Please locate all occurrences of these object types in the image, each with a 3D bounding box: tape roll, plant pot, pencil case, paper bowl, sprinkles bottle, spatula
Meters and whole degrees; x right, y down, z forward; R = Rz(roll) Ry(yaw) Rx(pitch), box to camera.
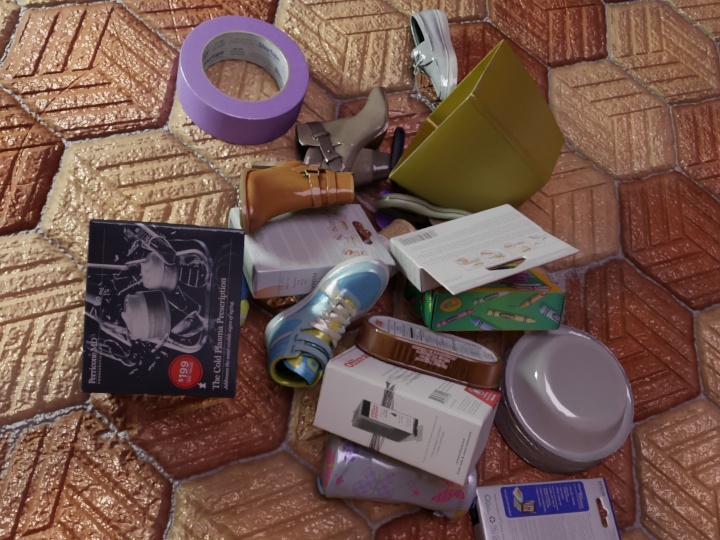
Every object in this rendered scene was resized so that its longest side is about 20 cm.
[{"bbox_3d":[-0.182,-0.295,1.314,0.197,0.066,0.203,8,61,-14],"label":"tape roll"},{"bbox_3d":[0.192,-0.187,1.291,0.176,0.200,0.201,41,42,-9],"label":"plant pot"},{"bbox_3d":[0.047,0.257,1.074,0.197,0.092,0.083,13,27,-12],"label":"pencil case"},{"bbox_3d":[0.288,0.171,1.186,0.198,0.105,0.203,7,60,-12],"label":"paper bowl"},{"bbox_3d":[0.000,0.000,1.207,0.199,0.068,0.068,-35,76,-30],"label":"sprinkles bottle"},{"bbox_3d":[0.055,-0.146,1.332,0.056,0.021,0.202,19,55,-22],"label":"spatula"}]

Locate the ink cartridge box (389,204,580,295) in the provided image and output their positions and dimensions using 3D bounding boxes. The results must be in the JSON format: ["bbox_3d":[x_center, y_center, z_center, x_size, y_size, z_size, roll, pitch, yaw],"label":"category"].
[{"bbox_3d":[0.165,-0.017,1.151,0.198,0.045,0.176,-17,32,-19],"label":"ink cartridge box"}]

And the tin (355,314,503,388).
[{"bbox_3d":[0.092,0.104,1.119,0.197,0.112,0.042,16,96,0],"label":"tin"}]

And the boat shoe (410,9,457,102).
[{"bbox_3d":[0.120,-0.364,1.453,0.070,0.070,0.203,-3,59,-7],"label":"boat shoe"}]

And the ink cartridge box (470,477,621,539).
[{"bbox_3d":[0.243,0.330,1.124,0.197,0.037,0.096,-1,62,-15],"label":"ink cartridge box"}]

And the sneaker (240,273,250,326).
[{"bbox_3d":[-0.234,0.004,1.138,0.198,0.076,0.106,30,45,-8],"label":"sneaker"}]

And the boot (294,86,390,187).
[{"bbox_3d":[-0.030,-0.211,1.317,0.144,0.071,0.202,3,56,-9],"label":"boot"}]

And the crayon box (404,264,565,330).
[{"bbox_3d":[0.175,0.036,1.211,0.197,0.059,0.119,1,20,-16],"label":"crayon box"}]

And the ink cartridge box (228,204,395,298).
[{"bbox_3d":[-0.072,-0.032,1.183,0.197,0.051,0.163,-1,36,-22],"label":"ink cartridge box"}]

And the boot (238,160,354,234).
[{"bbox_3d":[-0.084,-0.104,1.167,0.152,0.075,0.201,5,30,2],"label":"boot"}]

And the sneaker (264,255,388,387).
[{"bbox_3d":[-0.039,0.075,1.072,0.079,0.199,0.131,43,19,-23],"label":"sneaker"}]

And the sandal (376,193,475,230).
[{"bbox_3d":[0.114,-0.062,1.276,0.198,0.080,0.058,16,74,-10],"label":"sandal"}]

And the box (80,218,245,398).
[{"bbox_3d":[-0.235,0.044,1.029,0.179,0.104,0.203,3,93,-8],"label":"box"}]

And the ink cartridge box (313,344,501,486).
[{"bbox_3d":[0.060,0.171,1.052,0.198,0.084,0.147,19,11,16],"label":"ink cartridge box"}]
